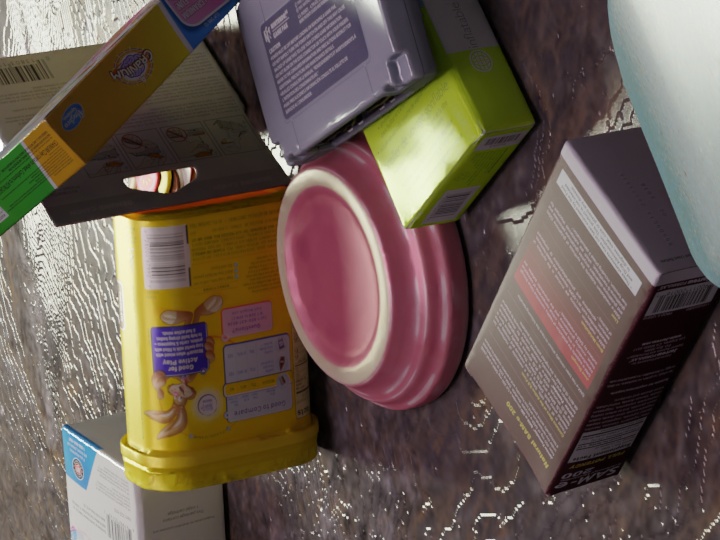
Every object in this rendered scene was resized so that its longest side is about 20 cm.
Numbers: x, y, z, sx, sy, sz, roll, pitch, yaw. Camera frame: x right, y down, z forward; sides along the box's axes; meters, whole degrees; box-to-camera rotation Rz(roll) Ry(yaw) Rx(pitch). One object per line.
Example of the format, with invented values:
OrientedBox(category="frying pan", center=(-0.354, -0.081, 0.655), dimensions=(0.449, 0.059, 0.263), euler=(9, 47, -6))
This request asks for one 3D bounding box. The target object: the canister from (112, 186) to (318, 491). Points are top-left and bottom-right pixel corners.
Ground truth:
OrientedBox(category="canister", center=(-0.106, 0.045, 1.758), dimensions=(0.086, 0.148, 0.202), euler=(18, 114, 56))

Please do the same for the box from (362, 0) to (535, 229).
OrientedBox(category="box", center=(0.031, -0.143, 1.545), dimensions=(0.122, 0.047, 0.201), euler=(-52, 55, 53))

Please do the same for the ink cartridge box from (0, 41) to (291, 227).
OrientedBox(category="ink cartridge box", center=(-0.174, -0.095, 1.764), dimensions=(0.174, 0.199, 0.044), euler=(57, 144, 32))

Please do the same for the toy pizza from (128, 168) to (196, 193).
OrientedBox(category="toy pizza", center=(-0.145, -0.023, 1.912), dimensions=(0.200, 0.032, 0.202), euler=(30, 126, 52))

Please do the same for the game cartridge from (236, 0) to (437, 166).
OrientedBox(category="game cartridge", center=(-0.019, -0.157, 1.545), dimensions=(0.200, 0.041, 0.134), euler=(-29, 79, 62))

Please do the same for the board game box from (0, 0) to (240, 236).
OrientedBox(category="board game box", center=(-0.173, -0.121, 1.635), dimensions=(0.040, 0.200, 0.153), euler=(45, 145, -10))

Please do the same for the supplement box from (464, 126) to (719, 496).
OrientedBox(category="supplement box", center=(0.137, 0.026, 1.414), dimensions=(0.109, 0.061, 0.201), euler=(59, 144, 31))

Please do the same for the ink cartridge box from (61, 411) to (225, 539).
OrientedBox(category="ink cartridge box", center=(-0.178, 0.234, 2.014), dimensions=(0.144, 0.084, 0.202), euler=(24, 120, 55))

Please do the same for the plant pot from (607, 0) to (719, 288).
OrientedBox(category="plant pot", center=(0.220, -0.092, 1.106), dimensions=(0.198, 0.195, 0.200), euler=(70, 158, 14))

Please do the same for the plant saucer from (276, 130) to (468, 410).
OrientedBox(category="plant saucer", center=(0.000, 0.000, 1.652), dimensions=(0.200, 0.051, 0.202), euler=(32, 128, 52))
